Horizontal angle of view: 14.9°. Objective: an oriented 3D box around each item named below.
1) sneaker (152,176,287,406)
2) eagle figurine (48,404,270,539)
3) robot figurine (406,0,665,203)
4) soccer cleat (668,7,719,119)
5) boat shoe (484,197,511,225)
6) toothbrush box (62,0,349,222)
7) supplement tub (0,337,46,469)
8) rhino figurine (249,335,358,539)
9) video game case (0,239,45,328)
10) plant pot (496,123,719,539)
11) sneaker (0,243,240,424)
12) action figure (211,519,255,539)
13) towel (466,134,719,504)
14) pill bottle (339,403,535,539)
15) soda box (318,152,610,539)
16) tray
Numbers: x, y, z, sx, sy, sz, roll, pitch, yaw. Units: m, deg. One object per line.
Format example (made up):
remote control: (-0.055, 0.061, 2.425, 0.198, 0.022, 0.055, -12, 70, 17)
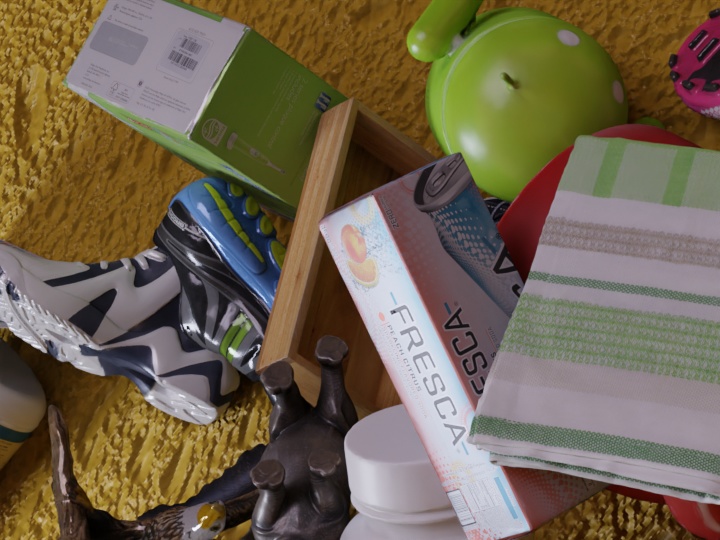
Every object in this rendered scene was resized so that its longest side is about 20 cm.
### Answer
sneaker: (-0.070, 0.035, 1.822, 0.083, 0.071, 0.200, -37, 80, 37)
eagle figurine: (-0.092, 0.168, 1.701, 0.151, 0.199, 0.152, -156, 71, -66)
robot figurine: (0.102, -0.103, 1.720, 0.116, 0.175, 0.200, -48, 9, 4)
soccer cleat: (0.252, -0.101, 1.664, 0.070, 0.086, 0.200, -49, 21, 1)
boat shoe: (0.090, -0.004, 1.721, 0.075, 0.062, 0.200, -48, 24, 10)
toothbrush box: (-0.075, -0.100, 1.843, 0.145, 0.200, 0.086, 25, 83, 46)
supplement tub: (-0.337, 0.127, 1.983, 0.200, 0.145, 0.145, -50, 45, 7)
rhino figurine: (-0.034, 0.139, 1.605, 0.060, 0.088, 0.201, 1, 47, 6)
video game case: (-0.281, 0.006, 1.980, 0.200, 0.182, 0.022, 21, 104, 45)
plant pot: (0.183, 0.041, 1.547, 0.182, 0.200, 0.201, 34, 91, 43)
sneaker: (-0.157, 0.004, 1.883, 0.130, 0.199, 0.080, -65, 5, -24)
action figure: (-0.083, 0.248, 1.763, 0.199, 0.105, 0.194, -5, 67, 6)
towel: (0.154, 0.023, 1.441, 0.149, 0.031, 0.201, 10, 61, 23)
pill bottle: (0.047, 0.183, 1.576, 0.114, 0.114, 0.201, 12, 118, 44)
soda box: (0.057, 0.044, 1.484, 0.064, 0.068, 0.201, -23, 93, 56)
tray: (0.000, 0.000, 1.744, 0.037, 0.099, 0.201, -25, 41, 43)
